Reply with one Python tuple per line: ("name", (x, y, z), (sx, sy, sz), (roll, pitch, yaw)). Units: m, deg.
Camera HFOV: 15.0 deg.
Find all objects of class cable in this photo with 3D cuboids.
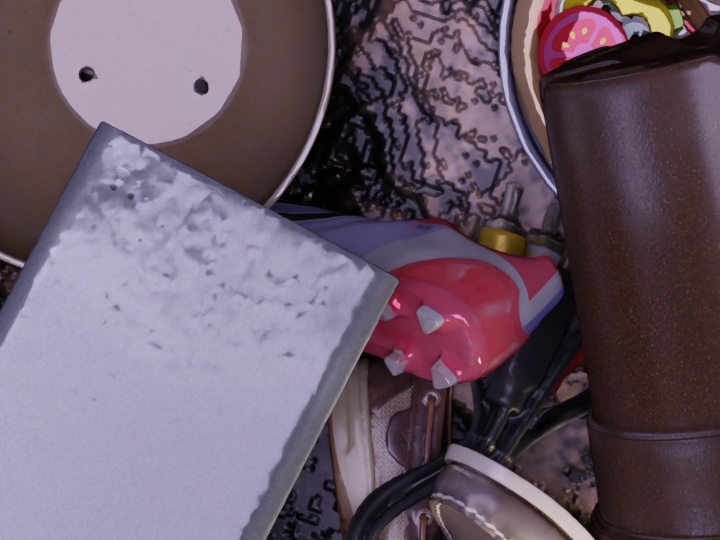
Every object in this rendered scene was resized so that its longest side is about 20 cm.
("cable", (0.063, 0.065, 1.236), (0.097, 0.050, 0.200), (32, 81, -21))

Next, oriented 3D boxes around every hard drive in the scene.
("hard drive", (-0.091, 0.060, 1.122), (0.139, 0.033, 0.200), (28, 84, -2))

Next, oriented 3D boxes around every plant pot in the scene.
("plant pot", (-0.105, -0.099, 1.216), (0.199, 0.134, 0.201), (0, 93, 5))
("plant pot", (0.172, -0.006, 1.156), (0.200, 0.200, 0.199), (-14, 99, 6))

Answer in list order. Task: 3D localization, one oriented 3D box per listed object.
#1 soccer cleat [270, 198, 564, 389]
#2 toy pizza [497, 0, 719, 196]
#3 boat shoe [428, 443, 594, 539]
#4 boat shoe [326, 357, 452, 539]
("soccer cleat", (0.000, 0.000, 1.224), (0.200, 0.076, 0.067), (19, 129, 44))
("toy pizza", (0.162, -0.102, 1.244), (0.199, 0.032, 0.201), (0, 94, 5))
("boat shoe", (0.077, 0.148, 1.198), (0.072, 0.200, 0.060), (28, 72, 40))
("boat shoe", (0.032, 0.136, 1.255), (0.072, 0.072, 0.201), (-8, 86, 5))
